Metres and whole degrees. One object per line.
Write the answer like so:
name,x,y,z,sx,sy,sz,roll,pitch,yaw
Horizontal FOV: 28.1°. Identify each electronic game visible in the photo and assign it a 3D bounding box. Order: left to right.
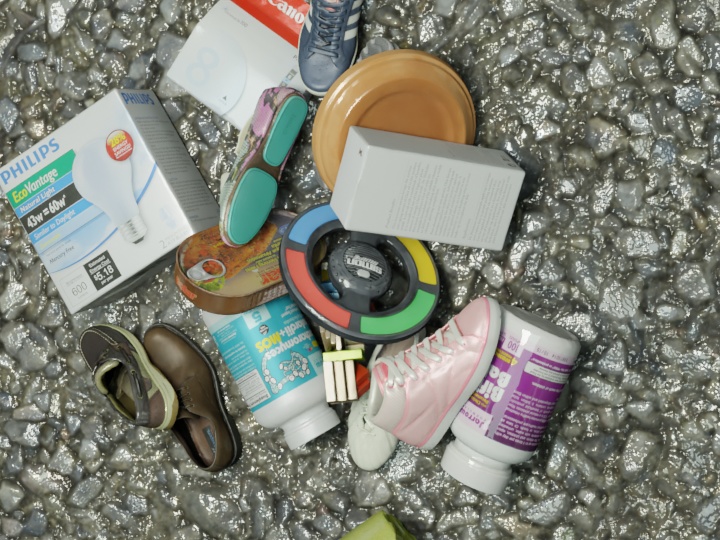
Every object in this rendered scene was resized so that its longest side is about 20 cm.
electronic game,0.000,0.000,1.666,0.199,0.200,0.042,38,138,8

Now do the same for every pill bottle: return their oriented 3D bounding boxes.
pill bottle,-0.100,0.110,1.728,0.110,0.111,0.202,-29,87,14
pill bottle,0.168,0.151,1.664,0.111,0.112,0.202,24,99,11

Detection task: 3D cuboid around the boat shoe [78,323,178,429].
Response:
boat shoe,-0.296,0.125,1.762,0.199,0.064,0.074,35,110,40

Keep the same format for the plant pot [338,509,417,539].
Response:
plant pot,0.002,0.391,1.695,0.184,0.200,0.201,-43,84,2

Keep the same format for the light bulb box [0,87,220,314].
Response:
light bulb box,-0.302,-0.087,1.756,0.197,0.125,0.202,-32,87,14

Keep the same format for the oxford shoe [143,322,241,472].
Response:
oxford shoe,-0.214,0.155,1.773,0.072,0.084,0.202,-32,85,16

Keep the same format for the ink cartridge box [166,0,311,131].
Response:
ink cartridge box,-0.117,-0.272,1.737,0.159,0.047,0.201,36,103,9

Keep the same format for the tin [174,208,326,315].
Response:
tin,-0.128,-0.010,1.681,0.112,0.199,0.042,40,134,30

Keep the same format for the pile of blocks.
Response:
pile of blocks,-0.013,0.064,1.687,0.061,0.082,0.202,-7,59,4

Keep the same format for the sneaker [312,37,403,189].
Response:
sneaker,0.012,-0.174,1.699,0.201,0.081,0.075,-57,42,28

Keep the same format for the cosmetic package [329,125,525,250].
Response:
cosmetic package,0.076,-0.092,1.632,0.197,0.071,0.103,8,112,-22

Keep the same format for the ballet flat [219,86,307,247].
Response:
ballet flat,-0.126,-0.124,1.690,0.071,0.069,0.202,15,79,43

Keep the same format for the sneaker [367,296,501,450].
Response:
sneaker,0.077,0.108,1.630,0.104,0.076,0.202,21,112,-21

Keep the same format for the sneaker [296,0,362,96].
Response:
sneaker,-0.033,-0.308,1.677,0.074,0.085,0.203,12,86,7

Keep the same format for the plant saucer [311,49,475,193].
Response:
plant saucer,0.043,-0.152,1.654,0.197,0.038,0.203,-8,119,-14

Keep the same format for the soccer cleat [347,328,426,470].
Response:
soccer cleat,0.026,0.145,1.716,0.068,0.078,0.203,19,99,12
